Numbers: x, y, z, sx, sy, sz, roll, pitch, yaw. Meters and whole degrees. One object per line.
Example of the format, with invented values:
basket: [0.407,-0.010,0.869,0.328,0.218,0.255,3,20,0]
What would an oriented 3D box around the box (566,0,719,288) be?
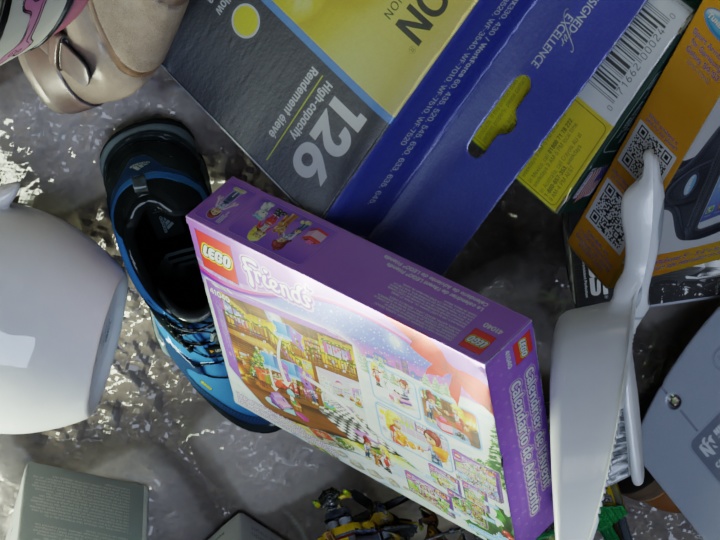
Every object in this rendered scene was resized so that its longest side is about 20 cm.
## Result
box: [0.192,-0.081,1.287,0.119,0.041,0.200,-14,145,-39]

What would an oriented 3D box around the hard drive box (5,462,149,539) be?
hard drive box: [-0.173,0.230,1.463,0.077,0.200,0.156,13,119,-10]

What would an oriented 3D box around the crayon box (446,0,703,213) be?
crayon box: [0.071,-0.140,1.312,0.200,0.051,0.127,43,116,19]

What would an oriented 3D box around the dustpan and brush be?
dustpan and brush: [0.123,0.039,1.270,0.057,0.140,0.200,-2,108,10]

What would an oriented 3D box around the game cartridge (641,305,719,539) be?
game cartridge: [0.239,0.065,1.390,0.133,0.040,0.200,51,120,17]

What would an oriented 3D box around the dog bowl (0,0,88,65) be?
dog bowl: [-0.194,-0.187,1.241,0.074,0.200,0.200,-17,127,-37]

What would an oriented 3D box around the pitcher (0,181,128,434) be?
pitcher: [-0.224,-0.008,1.380,0.200,0.121,0.172,14,111,2]

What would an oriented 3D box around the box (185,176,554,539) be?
box: [0.007,0.047,1.311,0.039,0.200,0.137,-42,140,-29]

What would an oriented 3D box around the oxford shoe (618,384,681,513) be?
oxford shoe: [0.231,0.067,1.478,0.071,0.071,0.200,29,123,-33]

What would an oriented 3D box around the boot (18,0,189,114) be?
boot: [-0.157,-0.179,1.302,0.146,0.070,0.200,-36,78,44]

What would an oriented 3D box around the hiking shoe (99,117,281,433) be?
hiking shoe: [-0.089,0.019,1.412,0.074,0.087,0.200,-23,118,10]

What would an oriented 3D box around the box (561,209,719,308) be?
box: [0.181,-0.080,1.394,0.158,0.048,0.200,-7,120,1]

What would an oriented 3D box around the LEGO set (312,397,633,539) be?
LEGO set: [0.059,0.119,1.451,0.200,0.116,0.154,-23,155,15]

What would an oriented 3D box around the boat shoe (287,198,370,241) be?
boat shoe: [0.002,0.001,1.429,0.074,0.065,0.202,7,115,15]

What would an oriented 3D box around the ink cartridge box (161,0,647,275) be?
ink cartridge box: [0.010,-0.123,1.296,0.200,0.047,0.198,46,115,22]

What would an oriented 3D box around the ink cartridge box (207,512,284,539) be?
ink cartridge box: [-0.038,0.255,1.484,0.146,0.200,0.086,34,112,-21]
